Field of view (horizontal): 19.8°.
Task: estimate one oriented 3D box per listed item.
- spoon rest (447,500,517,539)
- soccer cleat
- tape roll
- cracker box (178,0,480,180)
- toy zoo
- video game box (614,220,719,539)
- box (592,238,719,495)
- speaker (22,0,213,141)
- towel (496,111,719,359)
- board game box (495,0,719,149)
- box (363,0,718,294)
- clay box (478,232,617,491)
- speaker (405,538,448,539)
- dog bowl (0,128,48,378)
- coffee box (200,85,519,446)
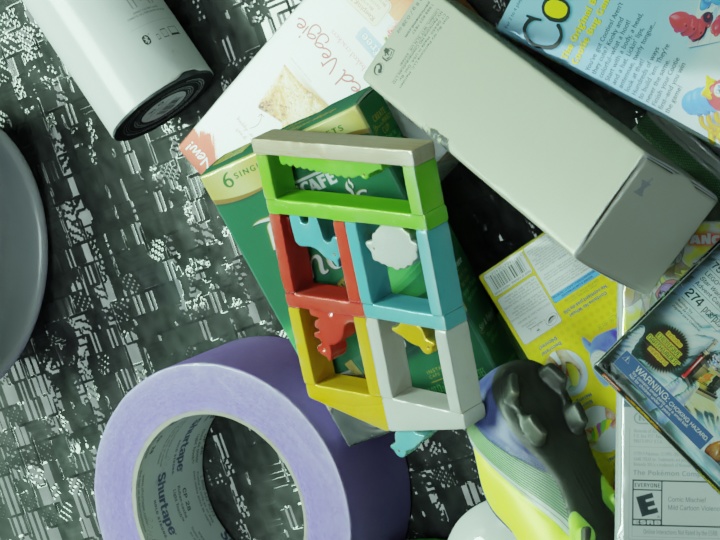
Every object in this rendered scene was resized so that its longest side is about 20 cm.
[{"bbox_3d":[0.149,0.187,1.254,0.200,0.061,0.099,3,101,13],"label":"spoon rest"},{"bbox_3d":[0.116,0.148,1.189,0.084,0.065,0.200,-51,54,53],"label":"soccer cleat"},{"bbox_3d":[-0.073,0.149,1.373,0.200,0.085,0.200,6,103,28],"label":"tape roll"},{"bbox_3d":[-0.005,-0.098,1.295,0.134,0.058,0.200,49,120,10],"label":"cracker box"},{"bbox_3d":[0.007,0.018,1.202,0.131,0.020,0.200,8,117,44],"label":"toy zoo"},{"bbox_3d":[0.239,0.065,1.130,0.200,0.047,0.182,1,86,3],"label":"video game box"},{"bbox_3d":[0.241,0.073,1.087,0.137,0.040,0.200,-45,84,-2],"label":"box"},{"bbox_3d":[-0.183,-0.189,1.363,0.081,0.081,0.200,-39,82,30],"label":"speaker"},{"bbox_3d":[0.176,0.018,1.240,0.149,0.031,0.200,44,120,16],"label":"towel"},{"bbox_3d":[0.196,-0.129,1.140,0.200,0.103,0.105,31,102,20],"label":"board game box"},{"bbox_3d":[0.095,-0.074,1.128,0.068,0.082,0.200,-55,47,10],"label":"box"},{"bbox_3d":[0.170,0.056,1.207,0.115,0.048,0.200,-35,84,34],"label":"clay box"},{"bbox_3d":[0.045,0.280,1.333,0.088,0.088,0.200,6,103,28],"label":"speaker"},{"bbox_3d":[-0.305,-0.011,1.401,0.079,0.200,0.200,3,102,31],"label":"dog bowl"},{"bbox_3d":[0.000,0.000,1.262,0.123,0.044,0.200,-21,103,27],"label":"coffee box"}]
